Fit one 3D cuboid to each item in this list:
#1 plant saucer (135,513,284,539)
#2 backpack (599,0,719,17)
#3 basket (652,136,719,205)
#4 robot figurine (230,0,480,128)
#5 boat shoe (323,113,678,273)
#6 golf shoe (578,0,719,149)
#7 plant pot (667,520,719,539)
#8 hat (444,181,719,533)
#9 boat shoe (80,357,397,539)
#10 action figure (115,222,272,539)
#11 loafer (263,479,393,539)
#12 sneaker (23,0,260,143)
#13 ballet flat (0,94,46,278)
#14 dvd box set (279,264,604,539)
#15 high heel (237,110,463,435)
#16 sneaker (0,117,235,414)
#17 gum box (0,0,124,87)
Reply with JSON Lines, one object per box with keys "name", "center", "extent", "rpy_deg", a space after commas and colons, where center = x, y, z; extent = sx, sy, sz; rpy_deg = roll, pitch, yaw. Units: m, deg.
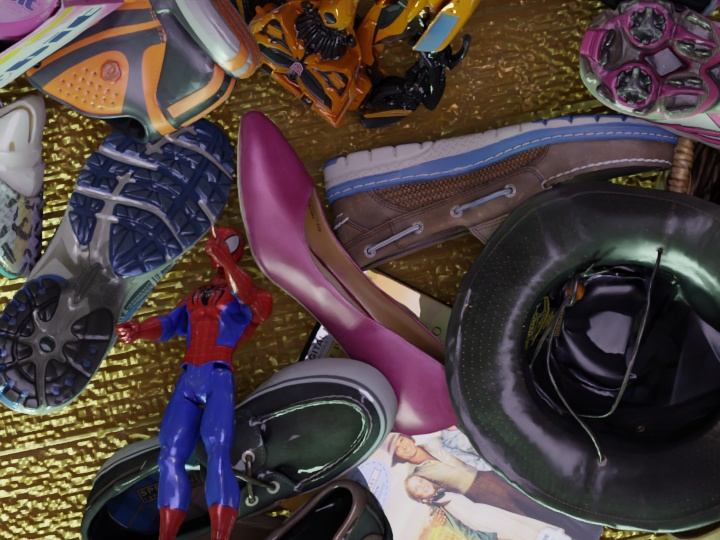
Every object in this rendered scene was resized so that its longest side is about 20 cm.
{"name": "plant saucer", "center": [-0.078, 0.232, 1.522], "extent": [0.198, 0.030, 0.202], "rpy_deg": [-4, 65, 8]}
{"name": "backpack", "center": [0.136, -0.229, 1.450], "extent": [0.200, 0.178, 0.151], "rpy_deg": [44, 75, 3]}
{"name": "basket", "center": [0.250, -0.072, 1.495], "extent": [0.142, 0.149, 0.201], "rpy_deg": [28, 95, -6]}
{"name": "robot figurine", "center": [0.000, -0.157, 1.463], "extent": [0.145, 0.058, 0.200], "rpy_deg": [38, 134, 3]}
{"name": "boat shoe", "center": [0.081, -0.040, 1.512], "extent": [0.198, 0.072, 0.073], "rpy_deg": [-10, 84, 16]}
{"name": "golf shoe", "center": [0.212, -0.093, 1.441], "extent": [0.199, 0.092, 0.073], "rpy_deg": [20, 91, 5]}
{"name": "plant pot", "center": [0.262, 0.183, 1.493], "extent": [0.186, 0.186, 0.200], "rpy_deg": [-43, 105, 2]}
{"name": "hat", "center": [0.150, 0.045, 1.475], "extent": [0.199, 0.081, 0.202], "rpy_deg": [1, 93, 15]}
{"name": "boat shoe", "center": [-0.068, 0.109, 1.498], "extent": [0.199, 0.057, 0.069], "rpy_deg": [-24, 109, 28]}
{"name": "action figure", "center": [-0.093, 0.057, 1.442], "extent": [0.065, 0.099, 0.201], "rpy_deg": [-5, 60, 25]}
{"name": "loafer", "center": [-0.066, 0.188, 1.490], "extent": [0.072, 0.063, 0.200], "rpy_deg": [38, 76, 24]}
{"name": "sneaker", "center": [-0.149, -0.157, 1.479], "extent": [0.112, 0.078, 0.201], "rpy_deg": [-37, 72, 12]}
{"name": "ballet flat", "center": [-0.212, -0.093, 1.495], "extent": [0.072, 0.072, 0.201], "rpy_deg": [-29, 96, 0]}
{"name": "dvd box set", "center": [0.051, 0.099, 1.558], "extent": [0.199, 0.029, 0.147], "rpy_deg": [27, 92, -6]}
{"name": "high heel", "center": [0.000, 0.000, 1.477], "extent": [0.095, 0.067, 0.201], "rpy_deg": [-13, 105, 18]}
{"name": "sneaker", "center": [-0.144, -0.004, 1.515], "extent": [0.077, 0.085, 0.200], "rpy_deg": [38, 70, -1]}
{"name": "gum box", "center": [-0.221, -0.114, 1.404], "extent": [0.199, 0.113, 0.066], "rpy_deg": [-33, 92, 12]}
